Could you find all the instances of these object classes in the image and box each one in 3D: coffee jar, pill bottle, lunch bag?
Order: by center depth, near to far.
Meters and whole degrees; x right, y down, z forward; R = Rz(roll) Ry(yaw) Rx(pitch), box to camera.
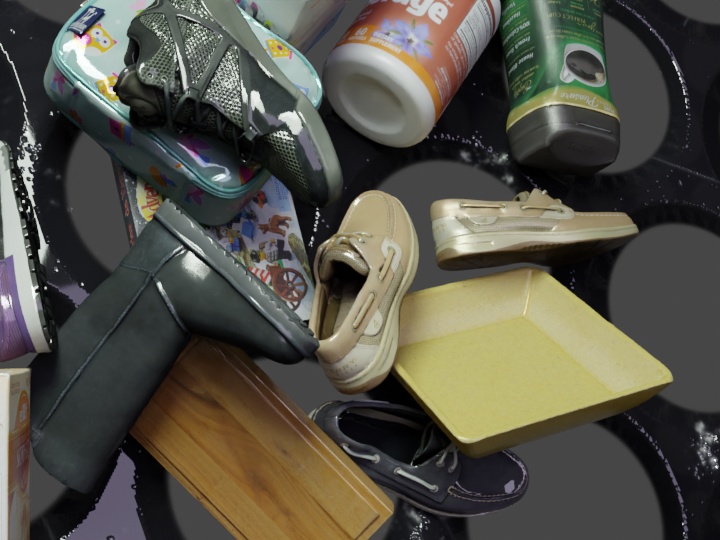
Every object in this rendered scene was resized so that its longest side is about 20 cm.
[{"bbox_3d":[-0.138,-0.151,0.868,0.200,0.077,0.161,40,63,-4],"label":"lunch bag"},{"bbox_3d":[0.057,-0.218,0.991,0.112,0.112,0.201,35,62,-5],"label":"pill bottle"},{"bbox_3d":[0.186,-0.190,1.044,0.103,0.085,0.202,9,67,-29],"label":"coffee jar"}]

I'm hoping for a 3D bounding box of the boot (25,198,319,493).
[{"bbox_3d":[-0.145,0.075,0.772,0.165,0.066,0.200,40,89,25],"label":"boot"}]

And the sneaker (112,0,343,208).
[{"bbox_3d":[-0.102,-0.110,0.784,0.114,0.076,0.200,-34,83,-26],"label":"sneaker"}]

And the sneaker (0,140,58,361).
[{"bbox_3d":[-0.278,-0.018,0.788,0.087,0.076,0.201,-15,48,-10],"label":"sneaker"}]

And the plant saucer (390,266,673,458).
[{"bbox_3d":[0.114,0.077,0.894,0.198,0.049,0.200,-12,33,-24],"label":"plant saucer"}]

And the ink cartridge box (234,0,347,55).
[{"bbox_3d":[-0.048,-0.246,0.912,0.068,0.200,0.115,41,62,-2],"label":"ink cartridge box"}]

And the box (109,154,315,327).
[{"bbox_3d":[-0.121,-0.040,0.899,0.135,0.038,0.202,-9,74,-24],"label":"box"}]

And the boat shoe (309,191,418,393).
[{"bbox_3d":[0.000,0.000,0.874,0.065,0.071,0.201,52,30,-37],"label":"boat shoe"}]

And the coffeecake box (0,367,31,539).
[{"bbox_3d":[-0.247,0.164,0.683,0.072,0.153,0.202,0,87,-13],"label":"coffeecake box"}]

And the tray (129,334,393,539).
[{"bbox_3d":[-0.079,0.143,0.825,0.200,0.037,0.099,45,93,0],"label":"tray"}]

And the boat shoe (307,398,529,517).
[{"bbox_3d":[0.054,0.149,0.882,0.198,0.063,0.073,18,66,-14],"label":"boat shoe"}]

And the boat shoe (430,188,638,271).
[{"bbox_3d":[0.159,-0.043,0.988,0.198,0.071,0.065,-4,73,-21],"label":"boat shoe"}]
